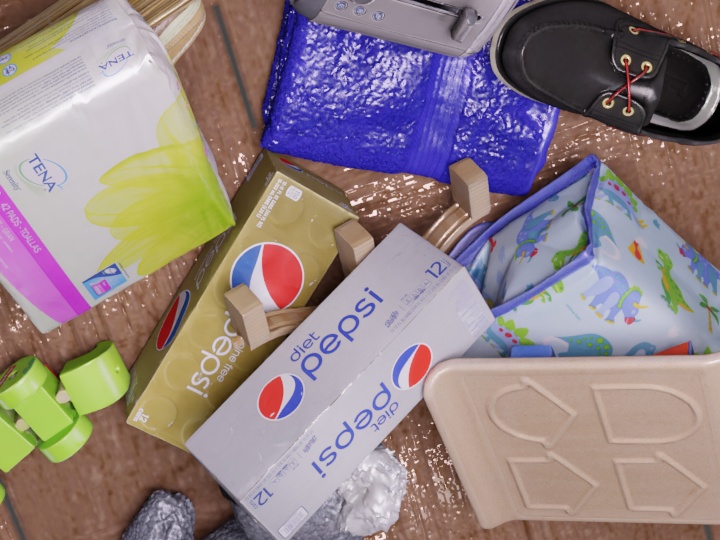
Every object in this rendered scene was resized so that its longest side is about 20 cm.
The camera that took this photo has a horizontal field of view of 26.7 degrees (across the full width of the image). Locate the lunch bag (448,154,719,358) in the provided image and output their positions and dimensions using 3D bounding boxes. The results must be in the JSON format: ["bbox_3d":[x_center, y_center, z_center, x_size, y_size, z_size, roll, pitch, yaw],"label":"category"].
[{"bbox_3d":[0.142,0.045,1.046,0.170,0.128,0.200,38,128,-20],"label":"lunch bag"}]

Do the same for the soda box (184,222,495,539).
[{"bbox_3d":[-0.011,0.069,0.953,0.200,0.068,0.064,-46,137,-9],"label":"soda box"}]

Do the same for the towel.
[{"bbox_3d":[0.042,-0.131,1.002,0.198,0.050,0.149,9,107,-14],"label":"towel"}]

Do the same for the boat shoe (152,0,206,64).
[{"bbox_3d":[-0.170,-0.106,0.969,0.199,0.072,0.076,-36,128,10],"label":"boat shoe"}]

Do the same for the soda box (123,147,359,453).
[{"bbox_3d":[-0.084,0.023,1.025,0.067,0.064,0.201,28,103,-20],"label":"soda box"}]

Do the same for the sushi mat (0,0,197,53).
[{"bbox_3d":[-0.183,-0.140,0.933,0.199,0.096,0.012,-33,132,2],"label":"sushi mat"}]

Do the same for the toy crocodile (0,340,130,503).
[{"bbox_3d":[-0.246,0.112,1.033,0.199,0.062,0.068,-35,112,8],"label":"toy crocodile"}]

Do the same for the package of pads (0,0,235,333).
[{"bbox_3d":[-0.166,-0.059,0.910,0.153,0.069,0.200,-30,152,-5],"label":"package of pads"}]

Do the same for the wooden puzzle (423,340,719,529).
[{"bbox_3d":[0.157,0.103,0.986,0.198,0.047,0.186,-6,139,17],"label":"wooden puzzle"}]

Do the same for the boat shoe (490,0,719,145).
[{"bbox_3d":[0.173,-0.129,0.987,0.200,0.063,0.074,10,108,-34],"label":"boat shoe"}]

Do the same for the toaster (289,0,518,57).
[{"bbox_3d":[0.034,-0.221,0.913,0.128,0.202,0.114,17,138,-20],"label":"toaster"}]

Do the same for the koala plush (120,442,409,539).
[{"bbox_3d":[-0.043,0.172,1.038,0.182,0.177,0.202,15,106,-27],"label":"koala plush"}]

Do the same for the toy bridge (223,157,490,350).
[{"bbox_3d":[0.000,0.000,0.993,0.199,0.027,0.068,-30,137,-18],"label":"toy bridge"}]
